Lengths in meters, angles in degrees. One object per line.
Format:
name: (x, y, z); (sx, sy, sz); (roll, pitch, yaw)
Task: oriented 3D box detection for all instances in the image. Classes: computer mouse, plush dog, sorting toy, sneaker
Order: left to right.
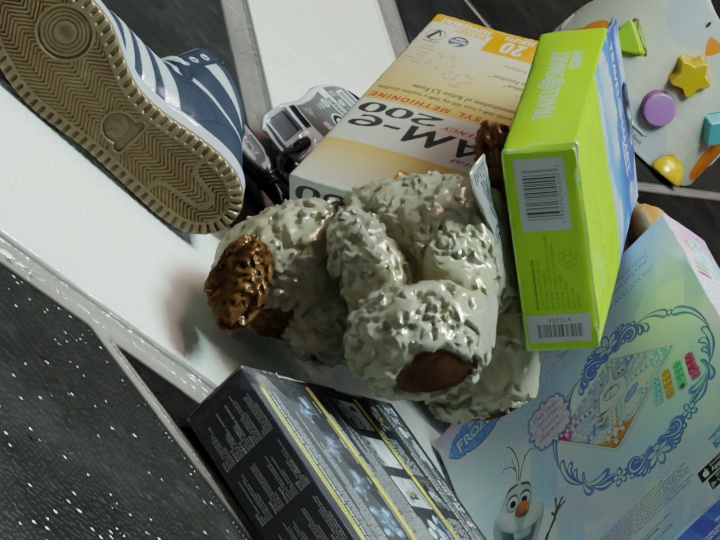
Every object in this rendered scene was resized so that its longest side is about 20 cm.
sneaker: (-0.139, -0.117, 1.678); (0.200, 0.070, 0.109); (48, 21, -19)
computer mouse: (-0.034, -0.073, 1.880); (0.110, 0.044, 0.200); (44, 22, 9)
plush dog: (0.000, 0.000, 1.600); (0.200, 0.171, 0.162); (26, 63, -72)
sorting toy: (0.303, -0.194, 2.696); (0.200, 0.180, 0.107); (41, 18, -13)

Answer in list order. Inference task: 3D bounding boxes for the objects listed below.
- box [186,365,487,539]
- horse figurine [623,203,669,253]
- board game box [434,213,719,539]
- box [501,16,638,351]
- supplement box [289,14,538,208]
box: (0.016, 0.145, 1.493); (0.200, 0.049, 0.161); (55, 17, 25)
horse figurine: (0.190, 0.019, 1.793); (0.200, 0.050, 0.133); (51, 19, -24)
board game box: (0.145, 0.101, 1.635); (0.043, 0.200, 0.199); (30, 23, -35)
box: (0.119, -0.053, 1.637); (0.200, 0.047, 0.123); (-67, 151, -63)
supplement box: (0.058, -0.065, 1.752); (0.125, 0.074, 0.200); (16, 41, 22)
